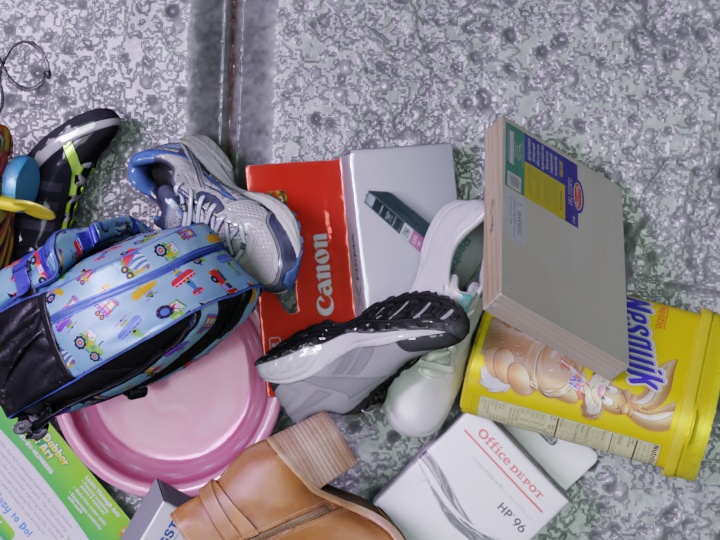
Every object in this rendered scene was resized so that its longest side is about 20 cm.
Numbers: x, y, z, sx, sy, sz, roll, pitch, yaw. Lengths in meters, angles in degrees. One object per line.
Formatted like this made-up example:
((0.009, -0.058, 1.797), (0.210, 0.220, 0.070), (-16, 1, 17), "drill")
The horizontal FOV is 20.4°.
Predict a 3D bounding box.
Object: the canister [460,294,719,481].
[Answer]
((0.193, 0.079, 1.637), (0.198, 0.149, 0.087), (15, 136, 7), "canister")

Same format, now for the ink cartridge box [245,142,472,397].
((0.000, 0.000, 1.674), (0.172, 0.044, 0.202), (-6, 90, -15), "ink cartridge box")

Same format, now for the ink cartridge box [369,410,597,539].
((0.094, 0.190, 1.679), (0.200, 0.068, 0.116), (-45, 87, 3), "ink cartridge box")

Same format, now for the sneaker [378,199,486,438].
((0.068, 0.037, 1.623), (0.075, 0.088, 0.202), (16, 85, -15), "sneaker")

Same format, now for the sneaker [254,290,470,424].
((0.010, 0.072, 1.603), (0.199, 0.074, 0.080), (-20, 101, 36), "sneaker")

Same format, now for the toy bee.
((-0.317, -0.081, 1.626), (0.130, 0.109, 0.202), (-11, 90, 18), "toy bee")

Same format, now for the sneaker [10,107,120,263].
((-0.262, -0.051, 1.706), (0.200, 0.072, 0.083), (-44, 83, 14), "sneaker")

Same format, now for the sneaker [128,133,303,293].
((-0.125, -0.040, 1.644), (0.200, 0.085, 0.078), (40, 123, 39), "sneaker")

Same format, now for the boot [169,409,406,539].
((-0.046, 0.230, 1.603), (0.154, 0.074, 0.201), (-32, 95, -6), "boot")

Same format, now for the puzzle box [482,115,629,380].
((0.156, -0.020, 1.605), (0.132, 0.201, 0.025), (28, 132, -23), "puzzle box")

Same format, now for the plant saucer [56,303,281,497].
((-0.162, 0.092, 1.707), (0.198, 0.051, 0.203), (0, 91, 3), "plant saucer")

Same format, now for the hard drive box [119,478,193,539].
((-0.122, 0.294, 1.665), (0.199, 0.077, 0.157), (30, 92, -13), "hard drive box")

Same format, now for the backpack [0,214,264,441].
((-0.185, 0.025, 1.570), (0.199, 0.182, 0.136), (-29, 85, 32), "backpack")

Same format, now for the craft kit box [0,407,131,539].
((-0.319, 0.210, 1.672), (0.197, 0.048, 0.200), (-40, 92, -23), "craft kit box")
